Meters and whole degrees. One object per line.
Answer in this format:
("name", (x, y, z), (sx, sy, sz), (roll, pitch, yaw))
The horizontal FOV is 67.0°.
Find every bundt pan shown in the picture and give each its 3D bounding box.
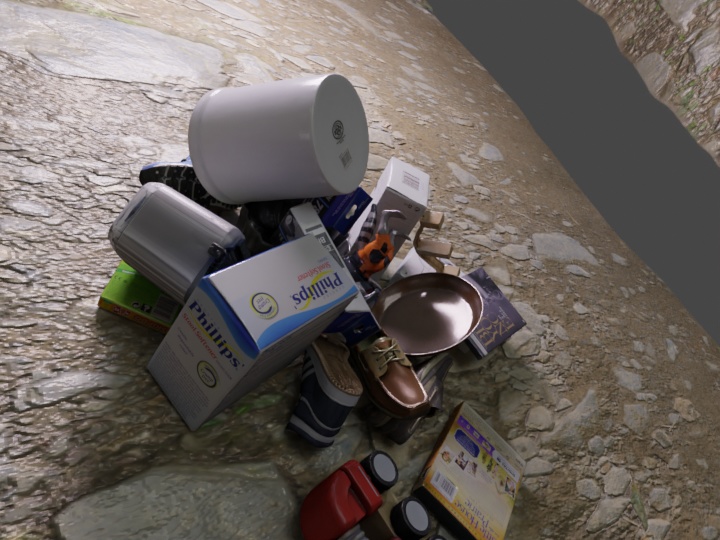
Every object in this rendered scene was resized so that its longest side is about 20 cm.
("bundt pan", (-0.118, -0.060, 0.912), (0.201, 0.076, 0.203), (24, 40, -22))

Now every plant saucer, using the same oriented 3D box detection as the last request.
("plant saucer", (0.109, 0.077, 0.924), (0.201, 0.199, 0.032), (-79, 157, -49))

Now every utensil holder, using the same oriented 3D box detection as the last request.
("utensil holder", (-0.110, -0.183, 0.767), (0.170, 0.199, 0.171), (-1, 92, -62))

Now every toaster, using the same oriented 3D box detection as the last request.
("toaster", (-0.219, -0.025, 0.670), (0.129, 0.200, 0.114), (33, 78, -1))

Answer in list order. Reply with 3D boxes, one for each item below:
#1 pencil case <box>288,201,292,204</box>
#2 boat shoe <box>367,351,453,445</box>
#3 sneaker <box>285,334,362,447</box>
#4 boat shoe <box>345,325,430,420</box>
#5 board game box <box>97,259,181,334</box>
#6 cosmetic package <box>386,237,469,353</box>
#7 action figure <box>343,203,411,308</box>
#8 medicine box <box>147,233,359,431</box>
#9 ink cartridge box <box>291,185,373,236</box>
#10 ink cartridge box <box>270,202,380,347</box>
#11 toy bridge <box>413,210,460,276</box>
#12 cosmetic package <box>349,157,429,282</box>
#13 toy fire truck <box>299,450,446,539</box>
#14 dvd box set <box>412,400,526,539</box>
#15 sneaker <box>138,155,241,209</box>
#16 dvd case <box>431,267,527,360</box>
("pencil case", (-0.087, -0.181, 1.059), (0.087, 0.078, 0.200), (45, 37, 18))
("boat shoe", (0.090, 0.199, 0.850), (0.200, 0.074, 0.073), (-33, 87, -43))
("sneaker", (-0.060, 0.163, 0.760), (0.070, 0.109, 0.200), (23, 10, -18))
("boat shoe", (0.030, 0.133, 0.790), (0.075, 0.074, 0.200), (-18, 34, -23))
("board game box", (-0.279, -0.009, 0.764), (0.095, 0.030, 0.201), (27, 42, -18))
("cosmetic package", (0.162, 0.045, 1.073), (0.200, 0.052, 0.151), (40, 40, -2))
("action figure", (0.000, 0.000, 0.877), (0.104, 0.194, 0.200), (39, -5, 3))
("medicine box", (-0.131, 0.072, 0.666), (0.103, 0.200, 0.182), (49, 38, 9))
("ink cartridge box", (-0.080, -0.149, 0.890), (0.200, 0.100, 0.039), (44, 37, 6))
("ink cartridge box", (-0.054, 0.015, 0.762), (0.039, 0.099, 0.201), (-25, 80, -34))
("toy bridge", (0.132, -0.040, 0.981), (0.067, 0.200, 0.027), (11, 64, 25))
("cosmetic package", (0.041, -0.084, 0.971), (0.081, 0.200, 0.113), (25, 37, -10))
("toy fire truck", (-0.018, 0.326, 0.598), (0.176, 0.129, 0.200), (53, 29, 17))
("dvd box set", (0.173, 0.313, 0.828), (0.146, 0.029, 0.200), (44, 36, 3))
("sneaker", (-0.270, -0.140, 0.868), (0.089, 0.079, 0.200), (29, 16, 25))
("dvd case", (0.231, 0.075, 1.049), (0.200, 0.016, 0.149), (-20, 69, -48))
